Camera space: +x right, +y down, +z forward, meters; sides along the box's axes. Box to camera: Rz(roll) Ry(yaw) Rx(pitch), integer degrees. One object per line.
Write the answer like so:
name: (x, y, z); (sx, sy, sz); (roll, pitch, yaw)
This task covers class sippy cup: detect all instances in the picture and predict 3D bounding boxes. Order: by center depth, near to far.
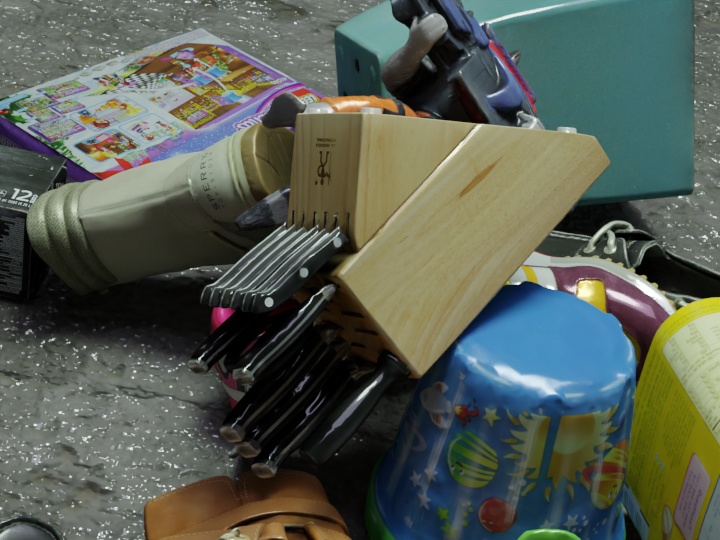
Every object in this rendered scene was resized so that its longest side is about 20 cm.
sippy cup: (0.078, 0.083, 0.915); (0.139, 0.131, 0.178); (-18, 43, -36)

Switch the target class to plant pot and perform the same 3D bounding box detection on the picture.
plant pot: (0.092, -0.117, 1.184); (0.200, 0.142, 0.141); (-11, 22, -16)

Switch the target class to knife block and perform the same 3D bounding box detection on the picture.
knife block: (0.019, 0.013, 0.879); (0.200, 0.176, 0.064); (2, 3, -33)

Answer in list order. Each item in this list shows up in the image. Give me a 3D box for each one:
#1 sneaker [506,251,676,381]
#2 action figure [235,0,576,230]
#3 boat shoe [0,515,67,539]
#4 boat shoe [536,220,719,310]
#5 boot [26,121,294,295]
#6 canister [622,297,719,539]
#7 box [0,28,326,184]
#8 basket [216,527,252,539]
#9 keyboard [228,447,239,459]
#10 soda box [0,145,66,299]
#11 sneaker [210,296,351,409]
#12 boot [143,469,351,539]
sneaker: (0.087, 0.028, 1.063); (0.200, 0.075, 0.090); (22, 43, 27)
action figure: (0.016, -0.091, 0.974); (0.193, 0.105, 0.200); (-34, 98, -45)
boat shoe: (-0.177, 0.164, 0.783); (0.072, 0.068, 0.200); (18, 32, 13)
boat shoe: (0.161, 0.003, 1.116); (0.200, 0.064, 0.071); (22, 35, 19)
boot: (-0.091, -0.028, 1.074); (0.154, 0.072, 0.200); (-16, -11, 15)
canister: (0.198, 0.123, 0.873); (0.086, 0.149, 0.200); (0, 33, -16)
box: (-0.127, -0.093, 1.203); (0.137, 0.039, 0.200); (31, 38, 29)
basket: (-0.076, 0.223, 0.663); (0.149, 0.143, 0.200); (45, 54, 8)
keyboard: (0.016, 0.034, 0.936); (0.011, 0.200, 0.056); (54, 4, 6)
soda box: (-0.277, -0.045, 1.068); (0.199, 0.063, 0.071); (13, 32, 3)
sneaker: (0.000, 0.000, 1.005); (0.081, 0.075, 0.200); (21, 55, 37)
boot: (-0.004, 0.151, 0.847); (0.199, 0.074, 0.155); (3, 30, -15)
